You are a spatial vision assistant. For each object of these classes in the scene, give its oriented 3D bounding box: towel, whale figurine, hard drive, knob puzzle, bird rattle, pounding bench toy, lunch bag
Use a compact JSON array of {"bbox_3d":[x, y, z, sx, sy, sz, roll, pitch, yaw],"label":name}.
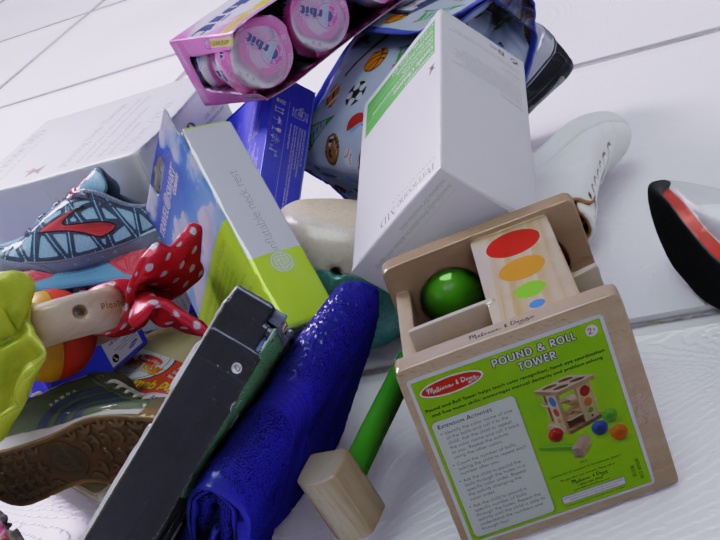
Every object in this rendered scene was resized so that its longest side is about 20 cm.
[{"bbox_3d":[-0.048,0.112,0.780,0.049,0.148,0.200,29,44,5],"label":"towel"},{"bbox_3d":[0.000,0.000,1.000,0.157,0.105,0.200,10,10,8],"label":"whale figurine"},{"bbox_3d":[-0.102,0.111,0.734,0.201,0.038,0.140,-59,-5,-9],"label":"hard drive"},{"bbox_3d":[-0.158,0.098,1.000,0.217,0.031,0.220,-20,25,10],"label":"knob puzzle"},{"bbox_3d":[-0.200,0.031,0.882,0.199,0.114,0.163,-26,3,-32],"label":"bird rattle"},{"bbox_3d":[0.059,0.064,0.766,0.198,0.125,0.156,-21,25,6],"label":"pounding bench toy"},{"bbox_3d":[0.047,-0.154,1.100,0.201,0.123,0.170,-60,30,-7],"label":"lunch bag"}]

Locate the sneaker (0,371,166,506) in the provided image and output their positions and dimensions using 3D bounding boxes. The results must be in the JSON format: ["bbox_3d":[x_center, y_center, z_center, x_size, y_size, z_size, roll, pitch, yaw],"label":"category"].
[{"bbox_3d":[-0.170,0.100,0.887,0.198,0.067,0.090,-14,32,28],"label":"sneaker"}]

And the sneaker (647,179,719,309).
[{"bbox_3d":[0.268,-0.020,0.823,0.107,0.068,0.202,-24,28,-5],"label":"sneaker"}]

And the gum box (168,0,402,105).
[{"bbox_3d":[-0.056,-0.213,1.090,0.200,0.067,0.113,-40,24,-24],"label":"gum box"}]

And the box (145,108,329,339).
[{"bbox_3d":[-0.091,-0.008,0.929,0.047,0.122,0.201,-15,59,-27],"label":"box"}]

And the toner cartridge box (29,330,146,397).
[{"bbox_3d":[-0.272,0.066,1.061,0.199,0.044,0.095,-1,30,45],"label":"toner cartridge box"}]

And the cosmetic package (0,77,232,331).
[{"bbox_3d":[-0.212,-0.052,1.184,0.198,0.168,0.168,-11,27,26],"label":"cosmetic package"}]

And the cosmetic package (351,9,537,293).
[{"bbox_3d":[0.058,-0.075,0.901,0.108,0.084,0.201,-49,22,32],"label":"cosmetic package"}]

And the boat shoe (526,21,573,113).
[{"bbox_3d":[0.109,-0.134,1.183,0.200,0.068,0.074,-47,36,8],"label":"boat shoe"}]

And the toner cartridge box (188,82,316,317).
[{"bbox_3d":[-0.090,-0.058,1.094,0.095,0.043,0.202,-34,41,49],"label":"toner cartridge box"}]

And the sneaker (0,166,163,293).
[{"bbox_3d":[-0.218,-0.034,1.044,0.197,0.097,0.079,-6,5,-4],"label":"sneaker"}]

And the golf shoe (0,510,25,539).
[{"bbox_3d":[-0.310,0.192,0.896,0.199,0.073,0.092,5,38,46],"label":"golf shoe"}]

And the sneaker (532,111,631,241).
[{"bbox_3d":[0.162,-0.055,1.008,0.084,0.073,0.199,36,50,27],"label":"sneaker"}]
